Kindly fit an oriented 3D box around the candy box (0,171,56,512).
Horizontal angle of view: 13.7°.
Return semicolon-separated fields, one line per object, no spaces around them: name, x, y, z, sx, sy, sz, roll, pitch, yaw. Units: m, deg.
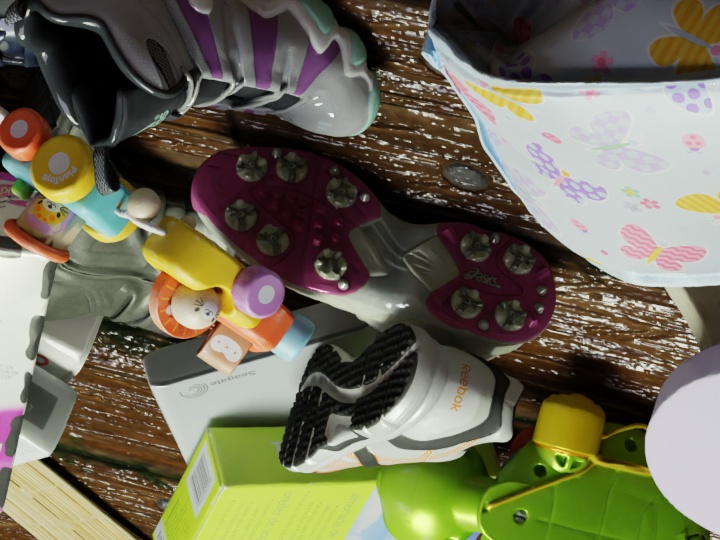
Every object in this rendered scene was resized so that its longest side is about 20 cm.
candy box;-0.238;0.033;1.572;0.136;0.061;0.200;9;133;-10

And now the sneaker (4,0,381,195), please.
sneaker;-0.086;-0.086;1.408;0.200;0.140;0.078;34;145;-23

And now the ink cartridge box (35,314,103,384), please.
ink cartridge box;-0.255;-0.001;1.737;0.200;0.083;0.147;28;151;-12

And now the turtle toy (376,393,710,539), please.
turtle toy;0.108;0.141;1.683;0.200;0.146;0.101;16;178;-15

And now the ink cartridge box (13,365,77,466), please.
ink cartridge box;-0.277;0.063;1.735;0.163;0.057;0.200;33;158;-22

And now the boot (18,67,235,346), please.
boot;-0.125;-0.039;1.614;0.131;0.068;0.200;5;139;-15

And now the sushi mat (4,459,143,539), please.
sushi mat;-0.231;0.149;2.057;0.096;0.012;0.200;-7;141;39

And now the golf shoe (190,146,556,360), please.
golf shoe;0.000;0.000;1.580;0.200;0.075;0.092;24;155;-3

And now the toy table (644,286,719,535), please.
toy table;0.219;0.048;1.466;0.184;0.117;0.200;24;153;-6

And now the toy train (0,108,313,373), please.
toy train;-0.109;-0.004;1.475;0.200;0.056;0.150;35;173;-13

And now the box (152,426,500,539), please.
box;-0.009;0.139;1.761;0.200;0.048;0.122;0;144;-23

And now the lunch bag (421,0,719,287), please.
lunch bag;0.142;-0.081;1.286;0.200;0.127;0.170;-5;146;24

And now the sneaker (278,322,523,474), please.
sneaker;0.018;0.079;1.599;0.080;0.074;0.200;19;167;-19

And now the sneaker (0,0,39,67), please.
sneaker;-0.215;-0.121;1.498;0.200;0.082;0.070;16;149;9

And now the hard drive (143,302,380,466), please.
hard drive;-0.039;0.090;1.744;0.132;0.027;0.200;-16;147;2
